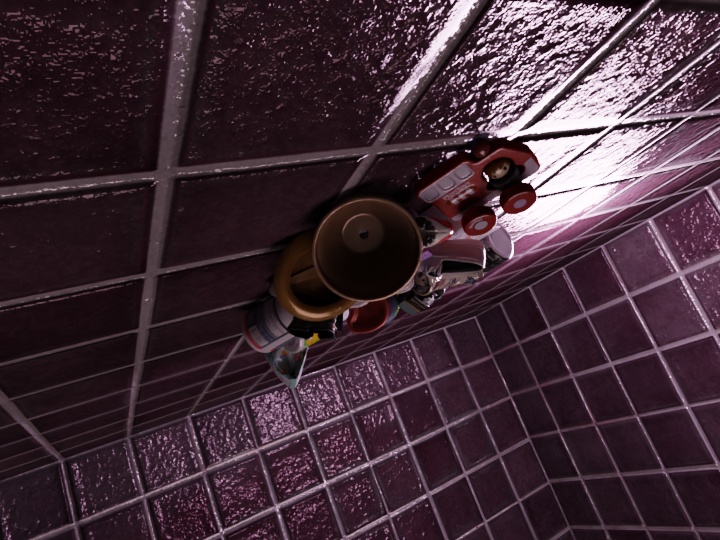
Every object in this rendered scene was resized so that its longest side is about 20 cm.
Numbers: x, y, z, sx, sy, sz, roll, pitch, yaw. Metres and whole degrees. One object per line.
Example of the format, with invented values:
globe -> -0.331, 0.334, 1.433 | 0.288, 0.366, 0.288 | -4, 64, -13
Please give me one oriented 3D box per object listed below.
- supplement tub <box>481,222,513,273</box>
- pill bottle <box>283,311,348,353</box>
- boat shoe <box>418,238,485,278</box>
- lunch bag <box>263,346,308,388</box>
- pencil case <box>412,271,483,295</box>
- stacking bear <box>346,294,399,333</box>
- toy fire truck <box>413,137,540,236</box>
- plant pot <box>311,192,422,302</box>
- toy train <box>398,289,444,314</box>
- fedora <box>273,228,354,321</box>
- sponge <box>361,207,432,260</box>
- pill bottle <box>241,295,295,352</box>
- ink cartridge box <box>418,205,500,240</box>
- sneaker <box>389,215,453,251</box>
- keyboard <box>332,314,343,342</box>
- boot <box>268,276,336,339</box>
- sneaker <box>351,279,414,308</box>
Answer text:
supplement tub -> 0.321, -0.044, 1.465 | 0.122, 0.123, 0.200 | -9, 161, -41
pill bottle -> -0.129, 0.138, 1.441 | 0.199, 0.112, 0.111 | -25, 171, -41
boat shoe -> 0.163, -0.018, 1.096 | 0.198, 0.069, 0.072 | -1, 144, 5
lunch bag -> -0.220, 0.240, 1.521 | 0.121, 0.201, 0.171 | -18, 164, -16
pencil case -> 0.197, 0.008, 1.219 | 0.199, 0.079, 0.089 | -9, 179, -42
stacking bear -> 0.052, 0.083, 1.352 | 0.113, 0.123, 0.200 | 0, -173, 21
toy fire truck -> 0.216, -0.164, 0.944 | 0.199, 0.113, 0.167 | -31, 144, 28
plant pot -> 0.010, -0.052, 0.952 | 0.199, 0.202, 0.093 | -24, -154, 8
toy train -> 0.149, 0.018, 1.332 | 0.114, 0.201, 0.085 | -34, 126, 32
fedora -> -0.086, 0.003, 1.036 | 0.199, 0.203, 0.082 | -16, -161, -24
sponge -> 0.047, -0.037, 1.099 | 0.199, 0.112, 0.030 | -28, 151, 22
pill bottle -> -0.185, 0.112, 1.276 | 0.199, 0.120, 0.119 | -30, 163, 28
ink cartridge box -> 0.191, -0.088, 1.191 | 0.199, 0.084, 0.175 | -32, 162, 36
sneaker -> 0.096, -0.070, 1.018 | 0.084, 0.078, 0.199 | -9, -170, -40
keyboard -> -0.075, 0.089, 1.243 | 0.020, 0.128, 0.201 | -8, 144, 12
boot -> -0.130, 0.077, 1.101 | 0.198, 0.131, 0.068 | 4, 141, 24
sneaker -> 0.016, 0.027, 1.164 | 0.198, 0.075, 0.082 | -19, 157, 19
